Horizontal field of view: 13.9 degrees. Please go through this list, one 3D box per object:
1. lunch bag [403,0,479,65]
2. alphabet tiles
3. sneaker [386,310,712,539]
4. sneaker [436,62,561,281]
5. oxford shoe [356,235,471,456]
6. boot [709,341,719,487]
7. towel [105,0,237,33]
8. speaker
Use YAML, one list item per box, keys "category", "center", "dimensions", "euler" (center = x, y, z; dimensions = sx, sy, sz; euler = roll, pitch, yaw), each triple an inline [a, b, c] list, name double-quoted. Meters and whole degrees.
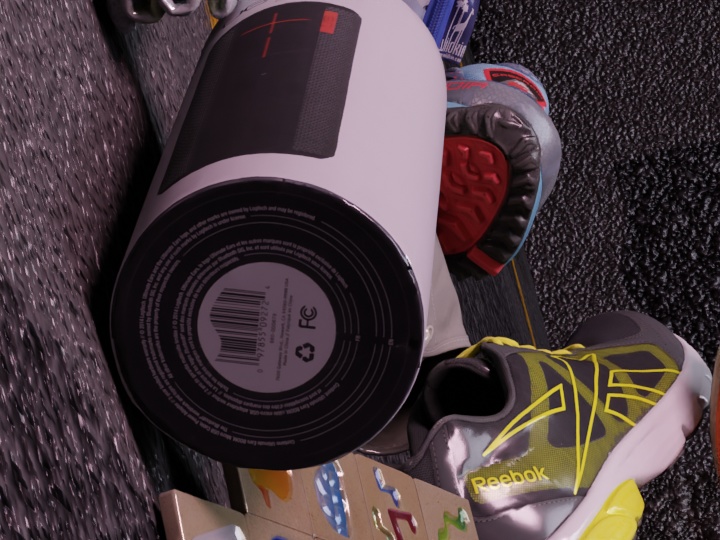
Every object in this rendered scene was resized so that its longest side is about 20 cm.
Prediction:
- category: "lunch bag"
  center: [0.013, -0.157, 1.217]
  dimensions: [0.200, 0.075, 0.161]
  euler: [-115, -136, -74]
- category: "alphabet tiles"
  center: [0.013, 0.125, 0.798]
  dimensions: [0.200, 0.006, 0.167]
  euler: [27, 44, -54]
- category: "sneaker"
  center: [0.066, 0.050, 1.039]
  dimensions: [0.085, 0.074, 0.200]
  euler: [47, 25, -7]
- category: "sneaker"
  center: [0.033, -0.049, 1.107]
  dimensions: [0.079, 0.096, 0.200]
  euler: [41, -18, -6]
- category: "oxford shoe"
  center: [0.000, 0.000, 1.015]
  dimensions: [0.200, 0.075, 0.058]
  euler: [74, -10, -55]
- category: "boot"
  center: [0.156, 0.089, 0.997]
  dimensions: [0.107, 0.075, 0.201]
  euler: [46, 41, -76]
- category: "towel"
  center: [-0.076, -0.180, 0.918]
  dimensions: [0.200, 0.048, 0.172]
  euler: [-94, 167, -66]
- category: "speaker"
  center: [-0.017, -0.020, 0.819]
  dimensions: [0.200, 0.081, 0.081]
  euler: [-80, 153, -69]
